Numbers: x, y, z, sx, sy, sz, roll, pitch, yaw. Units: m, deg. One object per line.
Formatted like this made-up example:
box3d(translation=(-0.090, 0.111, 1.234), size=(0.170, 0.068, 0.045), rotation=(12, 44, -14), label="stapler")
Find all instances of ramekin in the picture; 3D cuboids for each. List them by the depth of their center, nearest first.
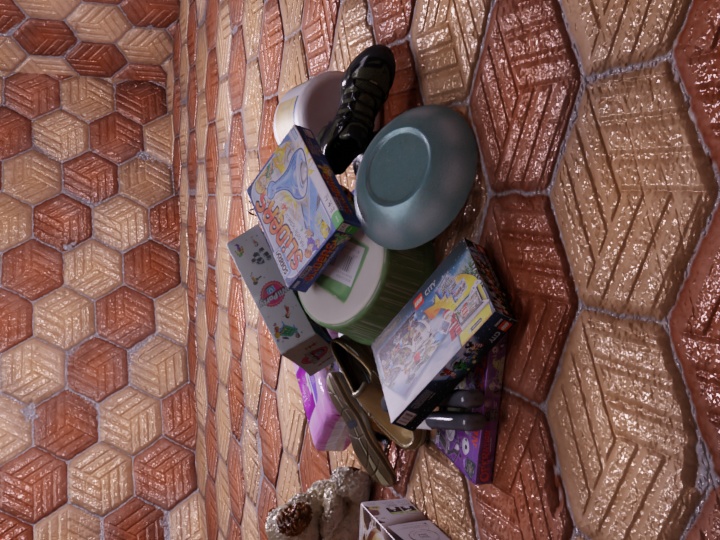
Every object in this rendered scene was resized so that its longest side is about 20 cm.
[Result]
box3d(translation=(0.000, 0.000, 1.245), size=(0.198, 0.097, 0.203), rotation=(-14, 68, 40), label="ramekin")

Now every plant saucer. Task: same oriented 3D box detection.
box3d(translation=(0.058, -0.129, 1.142), size=(0.199, 0.039, 0.204), rotation=(-17, 63, 36), label="plant saucer")

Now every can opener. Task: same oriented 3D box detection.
box3d(translation=(0.085, 0.175, 1.104), size=(0.200, 0.066, 0.054), rotation=(160, 109, -69), label="can opener")

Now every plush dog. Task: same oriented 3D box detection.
box3d(translation=(-0.078, 0.428, 1.483), size=(0.200, 0.170, 0.162), rotation=(131, 134, -60), label="plush dog")

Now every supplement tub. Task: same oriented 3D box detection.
box3d(translation=(-0.063, -0.248, 1.468), size=(0.200, 0.143, 0.147), rotation=(-169, 79, -70), label="supplement tub")

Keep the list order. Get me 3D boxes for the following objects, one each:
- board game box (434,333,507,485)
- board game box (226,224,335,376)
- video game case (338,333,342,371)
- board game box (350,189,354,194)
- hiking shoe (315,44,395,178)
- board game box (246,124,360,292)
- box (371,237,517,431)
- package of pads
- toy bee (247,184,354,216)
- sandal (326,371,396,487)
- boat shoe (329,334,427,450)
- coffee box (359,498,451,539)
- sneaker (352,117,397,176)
box3d(translation=(0.137, 0.149, 1.099), size=(0.120, 0.032, 0.203), rotation=(-151, 63, -63), label="board game box")
box3d(translation=(-0.116, 0.048, 1.337), size=(0.201, 0.064, 0.148), rotation=(60, -177, 23), label="board game box")
box3d(translation=(0.013, 0.106, 1.409), size=(0.181, 0.045, 0.203), rotation=(165, 104, -70), label="video game case")
box3d(translation=(-0.023, -0.032, 1.425), size=(0.135, 0.034, 0.202), rotation=(-26, 48, 65), label="board game box")
box3d(translation=(0.002, -0.221, 1.258), size=(0.201, 0.075, 0.101), rotation=(-63, 28, 24), label="hiking shoe")
box3d(translation=(-0.085, -0.090, 1.244), size=(0.136, 0.034, 0.201), rotation=(-50, 49, 27), label="board game box")
box3d(translation=(0.095, 0.078, 1.068), size=(0.200, 0.037, 0.137), rotation=(-51, 31, 26), label="box")
box3d(translation=(-0.058, 0.208, 1.560), size=(0.121, 0.075, 0.201), rotation=(115, 146, -42), label="package of pads")
box3d(translation=(-0.080, -0.128, 1.384), size=(0.131, 0.198, 0.110), rotation=(64, -137, -74), label="toy bee")
box3d(translation=(0.011, 0.242, 1.364), size=(0.202, 0.054, 0.080), rotation=(63, 155, 2), label="sandal")
box3d(translation=(0.017, 0.178, 1.271), size=(0.072, 0.076, 0.200), rotation=(-51, 62, 21), label="boat shoe")
box3d(translation=(0.065, 0.408, 1.221), size=(0.200, 0.079, 0.115), rotation=(-164, 75, -69), label="coffee box")
box3d(translation=(0.026, -0.143, 1.290), size=(0.199, 0.076, 0.115), rotation=(-18, 48, 65), label="sneaker")
